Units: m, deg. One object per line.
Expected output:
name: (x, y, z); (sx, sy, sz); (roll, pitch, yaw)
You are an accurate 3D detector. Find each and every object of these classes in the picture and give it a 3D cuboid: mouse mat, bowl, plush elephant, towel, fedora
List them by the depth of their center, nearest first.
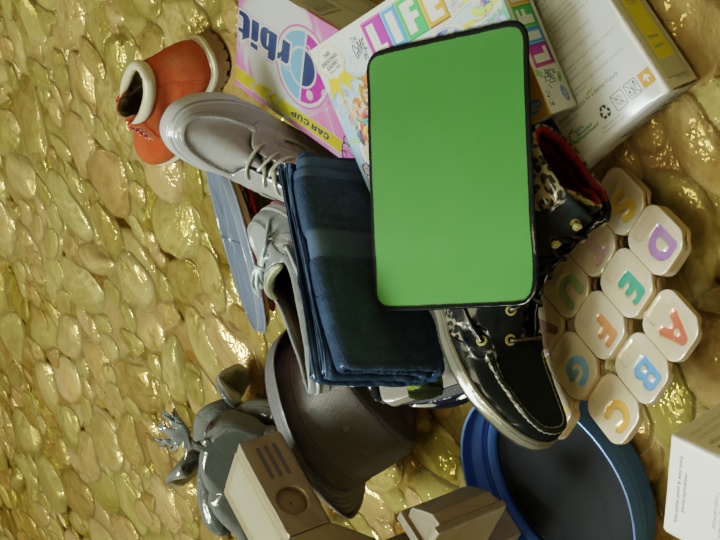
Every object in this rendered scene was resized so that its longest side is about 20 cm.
mouse mat: (0.064, -0.072, 1.004); (0.160, 0.007, 0.202); (-3, 89, 45)
towel: (0.000, 0.000, 1.098); (0.049, 0.111, 0.201); (-49, 44, 48)
bowl: (0.171, 0.188, 1.185); (0.200, 0.039, 0.202); (30, 131, 40)
fedora: (-0.007, 0.132, 1.314); (0.090, 0.177, 0.201); (-21, 119, 22)
plush elephant: (-0.132, 0.197, 1.501); (0.199, 0.155, 0.165); (33, 98, -7)

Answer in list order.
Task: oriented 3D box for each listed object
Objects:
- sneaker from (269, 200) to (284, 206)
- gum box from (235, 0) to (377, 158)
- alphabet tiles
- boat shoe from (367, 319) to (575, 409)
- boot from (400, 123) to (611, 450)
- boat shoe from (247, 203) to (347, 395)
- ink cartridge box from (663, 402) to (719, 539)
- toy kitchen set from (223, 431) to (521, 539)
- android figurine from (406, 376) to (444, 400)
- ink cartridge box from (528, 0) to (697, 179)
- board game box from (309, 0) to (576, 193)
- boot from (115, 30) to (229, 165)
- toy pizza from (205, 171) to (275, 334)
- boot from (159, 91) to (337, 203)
sneaker: (-0.016, 0.010, 1.270); (0.201, 0.095, 0.079); (62, 142, 30)
gum box: (-0.032, -0.186, 1.208); (0.200, 0.066, 0.114); (37, 134, 34)
alphabet tiles: (0.171, 0.026, 1.042); (0.196, 0.015, 0.201); (55, 127, 41)
boat shoe: (0.108, 0.068, 1.182); (0.199, 0.093, 0.075); (-19, 70, 29)
boot: (0.124, 0.012, 0.997); (0.154, 0.073, 0.205); (-42, 66, 36)
boat shoe: (-0.055, 0.022, 1.174); (0.203, 0.064, 0.075); (59, 153, 33)
ink cartridge box: (0.320, 0.150, 0.880); (0.199, 0.144, 0.085); (26, 129, 42)
toy kitchen set: (0.019, 0.192, 1.190); (0.181, 0.199, 0.164); (56, 145, 30)
android figurine: (0.064, 0.000, 1.141); (0.181, 0.041, 0.201); (-25, 60, 38)
ink cartridge box: (0.126, -0.167, 1.029); (0.198, 0.047, 0.201); (-42, 73, 50)
board game box: (0.057, -0.148, 1.046); (0.199, 0.034, 0.135); (-24, 88, 47)
boot: (-0.218, -0.167, 1.428); (0.075, 0.107, 0.200); (54, 144, 13)
toy pizza: (-0.118, -0.035, 1.394); (0.200, 0.031, 0.202); (164, 90, -80)
boot: (-0.073, -0.097, 1.206); (0.096, 0.199, 0.074); (39, 110, 54)
